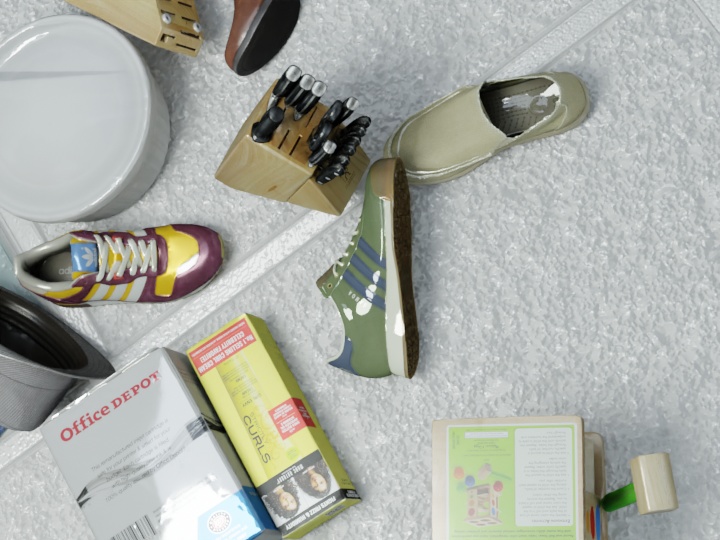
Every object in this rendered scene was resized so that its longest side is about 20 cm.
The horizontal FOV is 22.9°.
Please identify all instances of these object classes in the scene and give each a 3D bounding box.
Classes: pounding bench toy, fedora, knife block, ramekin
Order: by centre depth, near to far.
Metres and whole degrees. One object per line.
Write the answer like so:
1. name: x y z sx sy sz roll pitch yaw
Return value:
1. pounding bench toy: 0.173 0.193 1.490 0.199 0.156 0.125 -3 78 16
2. knife block: -0.076 -0.127 1.585 0.199 0.176 0.064 16 69 35
3. fedora: -0.337 0.086 1.659 0.200 0.177 0.091 33 101 20
4. ramekin: -0.276 -0.139 1.719 0.201 0.094 0.203 -3 80 17
5. knife block: -0.254 -0.274 1.736 0.175 0.064 0.201 -25 71 31

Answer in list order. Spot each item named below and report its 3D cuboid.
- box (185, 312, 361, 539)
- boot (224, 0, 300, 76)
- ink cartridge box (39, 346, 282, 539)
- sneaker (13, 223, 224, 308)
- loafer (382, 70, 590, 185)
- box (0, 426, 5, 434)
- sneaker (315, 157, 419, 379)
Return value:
1. box: -0.081 0.143 1.631 0.075 0.050 0.201 -31 72 10
2. boot: -0.150 -0.301 1.728 0.199 0.068 0.189 21 94 23
3. ink cartridge box: -0.181 0.193 1.634 0.144 0.084 0.200 -33 73 8
4. sneaker: -0.230 -0.005 1.682 0.199 0.090 0.075 -12 77 15
5. loafer: 0.109 -0.138 1.617 0.199 0.068 0.076 -22 74 12
6. box: -0.486 0.160 1.711 0.192 0.122 0.200 39 93 19
7. sneaker: 0.000 0.000 1.613 0.089 0.067 0.201 -3 93 17
